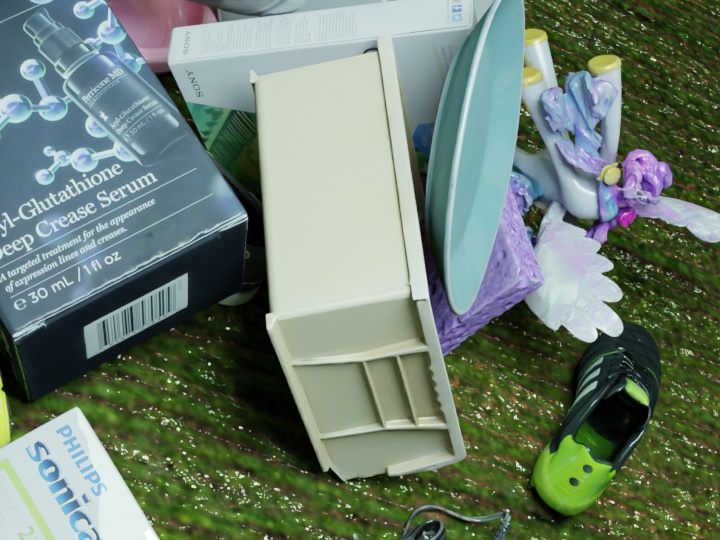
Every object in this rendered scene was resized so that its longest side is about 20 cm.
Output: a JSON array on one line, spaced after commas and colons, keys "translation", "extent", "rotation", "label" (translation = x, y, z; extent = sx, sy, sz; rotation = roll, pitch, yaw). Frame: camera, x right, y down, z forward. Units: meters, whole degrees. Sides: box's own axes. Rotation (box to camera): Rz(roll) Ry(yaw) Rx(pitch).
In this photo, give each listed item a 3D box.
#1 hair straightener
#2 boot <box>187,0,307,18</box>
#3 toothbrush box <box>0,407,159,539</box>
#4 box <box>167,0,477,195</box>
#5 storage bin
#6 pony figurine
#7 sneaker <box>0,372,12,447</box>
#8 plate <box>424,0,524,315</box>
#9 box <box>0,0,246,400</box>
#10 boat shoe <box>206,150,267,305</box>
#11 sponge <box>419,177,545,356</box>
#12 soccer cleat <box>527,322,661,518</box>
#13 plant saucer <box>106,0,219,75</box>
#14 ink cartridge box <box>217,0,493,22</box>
[{"translation": [0.027, 0.186, 0.974], "extent": [0.200, 0.041, 0.077], "rotation": [-28, 74, -45], "label": "hair straightener"}, {"translation": [-0.118, -0.202, 1.031], "extent": [0.095, 0.200, 0.074], "rotation": [-7, 102, -39], "label": "boot"}, {"translation": [-0.185, 0.183, 0.749], "extent": [0.200, 0.086, 0.146], "rotation": [-28, 73, -21], "label": "toothbrush box"}, {"translation": [-0.012, -0.112, 1.053], "extent": [0.200, 0.144, 0.036], "rotation": [-5, 54, 13], "label": "box"}, {"translation": [0.000, 0.000, 0.992], "extent": [0.094, 0.199, 0.200], "rotation": [-11, 53, 5], "label": "storage bin"}, {"translation": [0.162, -0.056, 1.130], "extent": [0.166, 0.200, 0.193], "rotation": [-24, 27, -17], "label": "pony figurine"}, {"translation": [-0.270, 0.033, 0.890], "extent": [0.084, 0.074, 0.200], "rotation": [-40, 85, -21], "label": "sneaker"}, {"translation": [0.067, -0.073, 0.955], "extent": [0.026, 0.200, 0.200], "rotation": [11, 43, 12], "label": "plate"}, {"translation": [-0.181, -0.054, 0.936], "extent": [0.148, 0.107, 0.200], "rotation": [-29, 72, -18], "label": "box"}, {"translation": [-0.131, -0.067, 1.061], "extent": [0.201, 0.061, 0.072], "rotation": [44, 44, 5], "label": "boat shoe"}, {"translation": [0.057, -0.046, 1.134], "extent": [0.030, 0.112, 0.200], "rotation": [14, 48, -40], "label": "sponge"}, {"translation": [0.183, 0.095, 1.126], "extent": [0.067, 0.081, 0.200], "rotation": [38, 43, -1], "label": "soccer cleat"}, {"translation": [-0.198, -0.206, 1.126], "extent": [0.200, 0.051, 0.201], "rotation": [25, 37, -21], "label": "plant saucer"}, {"translation": [0.008, -0.205, 1.185], "extent": [0.200, 0.146, 0.085], "rotation": [-32, 120, -54], "label": "ink cartridge box"}]
